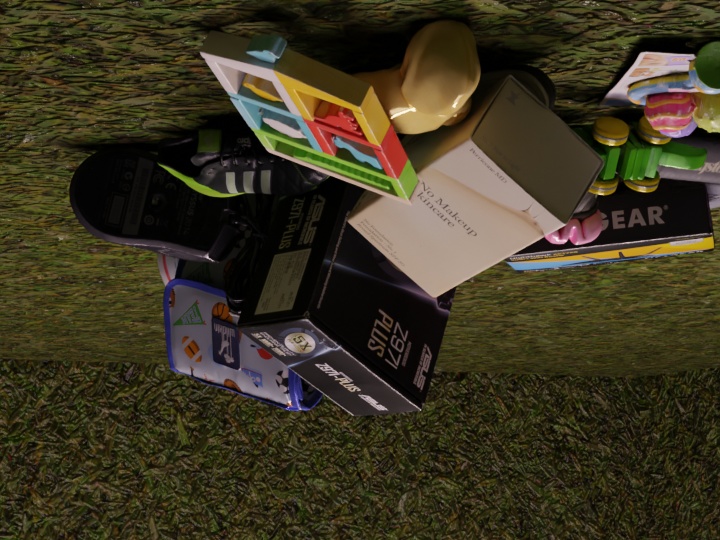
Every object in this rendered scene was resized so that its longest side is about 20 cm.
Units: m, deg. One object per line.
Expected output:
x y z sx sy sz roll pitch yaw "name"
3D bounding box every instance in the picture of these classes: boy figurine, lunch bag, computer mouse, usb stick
0.025 -0.131 1.368 0.124 0.065 0.200 2 170 -21 "boy figurine"
-0.087 0.019 1.750 0.169 0.201 0.124 15 174 35 "lunch bag"
-0.164 -0.048 1.682 0.199 0.139 0.053 17 175 1 "computer mouse"
0.295 -0.104 1.660 0.199 0.056 0.033 3 -147 -33 "usb stick"

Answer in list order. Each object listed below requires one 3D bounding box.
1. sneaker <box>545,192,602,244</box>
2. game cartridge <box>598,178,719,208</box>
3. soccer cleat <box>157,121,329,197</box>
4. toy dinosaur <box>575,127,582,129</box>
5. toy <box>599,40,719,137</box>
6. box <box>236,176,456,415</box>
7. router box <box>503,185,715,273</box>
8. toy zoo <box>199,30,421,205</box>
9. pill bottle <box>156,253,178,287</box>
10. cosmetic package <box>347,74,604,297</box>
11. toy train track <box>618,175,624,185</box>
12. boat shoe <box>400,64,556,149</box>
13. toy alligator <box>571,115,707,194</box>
0.121 -0.072 1.597 0.199 0.096 0.079 -5 -147 -23 "sneaker"
0.301 -0.081 1.869 0.133 0.041 0.199 9 167 -37 "game cartridge"
-0.092 -0.099 1.573 0.199 0.068 0.081 -9 159 44 "soccer cleat"
0.171 -0.104 1.685 0.199 0.059 0.101 5 154 -26 "toy dinosaur"
0.259 -0.132 1.460 0.114 0.048 0.200 0 171 -1 "toy"
0.000 0.000 1.622 0.086 0.201 0.164 -9 143 41 "box"
0.239 -0.038 1.804 0.199 0.051 0.149 -7 173 11 "router box"
-0.036 -0.114 1.337 0.131 0.021 0.200 21 166 21 "toy zoo"
-0.110 -0.022 1.925 0.199 0.110 0.108 -9 169 44 "pill bottle"
0.085 -0.061 1.450 0.103 0.073 0.200 40 150 -10 "cosmetic package"
0.223 -0.092 1.784 0.199 0.033 0.115 -15 175 30 "toy train track"
0.097 -0.124 1.491 0.068 0.072 0.200 -40 -175 -30 "boat shoe"
0.192 -0.101 1.552 0.199 0.060 0.054 -4 -145 -19 "toy alligator"
